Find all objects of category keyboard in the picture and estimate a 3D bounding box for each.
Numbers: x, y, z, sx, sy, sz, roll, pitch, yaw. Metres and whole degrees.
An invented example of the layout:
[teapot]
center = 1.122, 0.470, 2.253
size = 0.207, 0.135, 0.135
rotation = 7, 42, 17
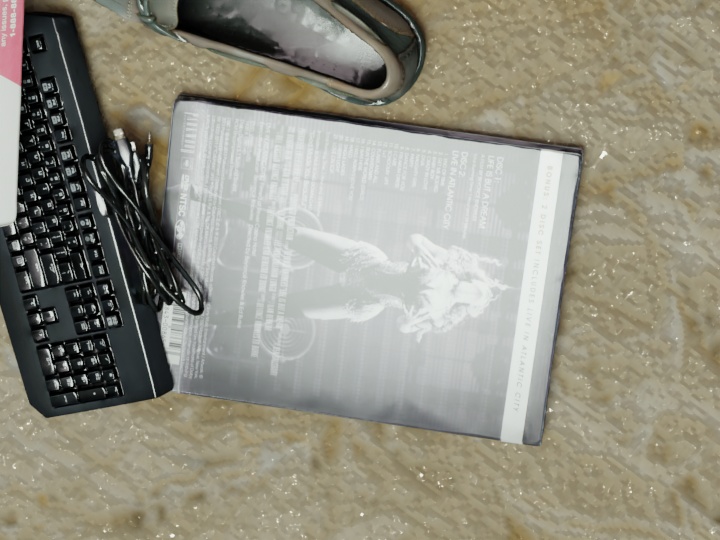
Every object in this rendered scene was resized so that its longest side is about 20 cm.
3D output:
[keyboard]
center = -0.144, -0.028, 1.140
size = 0.104, 0.040, 0.200
rotation = -13, 100, 16

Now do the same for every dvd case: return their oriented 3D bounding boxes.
[dvd case]
center = 0.000, 0.000, 1.153
size = 0.200, 0.016, 0.149
rotation = 8, 103, 5

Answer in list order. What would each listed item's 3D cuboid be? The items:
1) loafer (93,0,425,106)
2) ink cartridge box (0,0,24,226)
[loafer]
center = -0.063, -0.133, 1.103
size = 0.200, 0.063, 0.072
rotation = 23, 104, 0
[ink cartridge box]
center = -0.255, -0.084, 1.057
size = 0.083, 0.200, 0.147
rotation = 26, 119, 42
